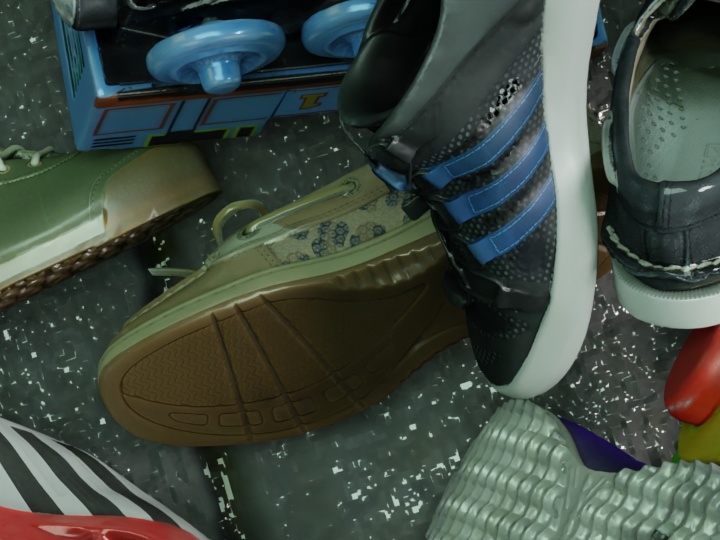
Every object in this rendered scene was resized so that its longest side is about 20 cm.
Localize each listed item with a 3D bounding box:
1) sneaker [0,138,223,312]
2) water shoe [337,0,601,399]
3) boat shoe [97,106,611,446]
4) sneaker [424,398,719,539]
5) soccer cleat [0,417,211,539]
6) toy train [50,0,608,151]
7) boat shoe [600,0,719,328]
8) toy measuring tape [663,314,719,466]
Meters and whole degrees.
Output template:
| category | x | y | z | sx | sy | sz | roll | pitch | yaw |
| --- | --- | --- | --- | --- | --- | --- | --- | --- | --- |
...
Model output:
| category | x | y | z | sx | sy | sz | roll | pitch | yaw |
| --- | --- | --- | --- | --- | --- | --- | --- | --- | --- |
| sneaker | -0.157 | -0.022 | 1.026 | 0.200 | 0.067 | 0.090 | -26 | 87 | 5 |
| water shoe | 0.029 | -0.047 | 0.911 | 0.079 | 0.072 | 0.200 | -10 | 121 | -15 |
| boat shoe | 0.000 | 0.000 | 1.015 | 0.200 | 0.073 | 0.063 | -21 | 44 | -2 |
| sneaker | 0.098 | 0.102 | 0.946 | 0.099 | 0.200 | 0.070 | 32 | 84 | -24 |
| soccer cleat | -0.136 | 0.080 | 1.000 | 0.200 | 0.085 | 0.069 | 22 | 97 | 2 |
| toy train | -0.010 | -0.096 | 0.980 | 0.200 | 0.114 | 0.087 | -8 | 76 | -16 |
| boat shoe | 0.123 | -0.070 | 0.959 | 0.076 | 0.060 | 0.200 | 0 | 44 | 13 |
| toy measuring tape | 0.141 | 0.038 | 0.897 | 0.073 | 0.200 | 0.074 | 1 | 86 | -8 |
